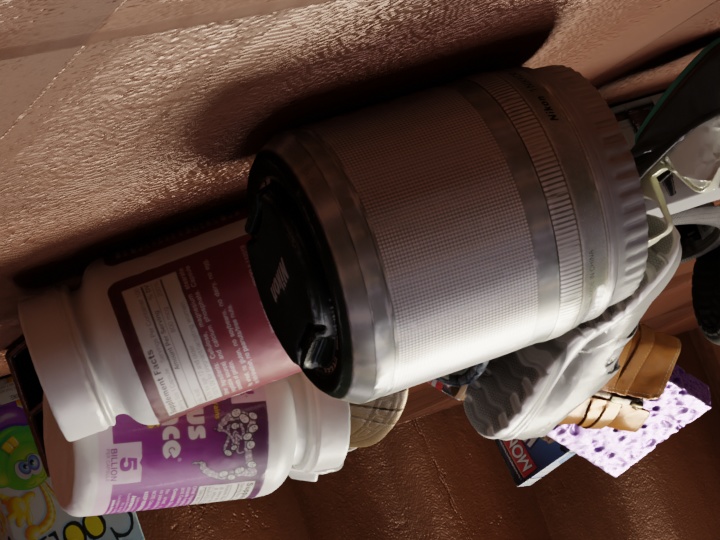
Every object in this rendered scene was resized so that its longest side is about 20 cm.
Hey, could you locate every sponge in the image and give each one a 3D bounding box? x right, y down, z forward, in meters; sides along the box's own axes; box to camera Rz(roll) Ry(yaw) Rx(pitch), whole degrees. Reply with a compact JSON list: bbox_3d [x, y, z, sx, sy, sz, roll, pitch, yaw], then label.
[{"bbox_3d":[0.175,0.088,1.724,0.200,0.030,0.111,32,125,-29],"label":"sponge"}]

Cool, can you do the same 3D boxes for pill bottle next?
[{"bbox_3d":[-0.110,0.031,1.389,0.199,0.115,0.114,-20,172,-4],"label":"pill bottle"},{"bbox_3d":[-0.113,0.106,1.502,0.199,0.113,0.112,-5,167,-20],"label":"pill bottle"}]

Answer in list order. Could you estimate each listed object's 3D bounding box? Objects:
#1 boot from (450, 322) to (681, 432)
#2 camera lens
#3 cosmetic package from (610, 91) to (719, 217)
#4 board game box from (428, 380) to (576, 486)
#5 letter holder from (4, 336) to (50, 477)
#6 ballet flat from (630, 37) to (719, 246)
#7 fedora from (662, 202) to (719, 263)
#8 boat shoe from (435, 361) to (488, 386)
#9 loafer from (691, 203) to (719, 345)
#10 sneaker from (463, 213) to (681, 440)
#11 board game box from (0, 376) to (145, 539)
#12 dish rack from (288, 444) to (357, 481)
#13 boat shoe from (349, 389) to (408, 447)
[{"bbox_3d":[0.169,0.044,1.606,0.155,0.077,0.201,13,125,-12],"label":"boot"},{"bbox_3d":[0.044,-0.023,1.242,0.199,0.161,0.160,-17,172,-17],"label":"camera lens"},{"bbox_3d":[0.247,-0.092,1.573,0.199,0.083,0.051,-18,172,-23],"label":"cosmetic package"},{"bbox_3d":[0.145,0.076,1.871,0.200,0.201,0.062,-38,153,29],"label":"board game box"},{"bbox_3d":[-0.138,0.063,1.601,0.199,0.101,0.142,-15,169,-31],"label":"letter holder"},{"bbox_3d":[0.199,-0.064,1.452,0.200,0.068,0.068,-47,163,20],"label":"ballet flat"},{"bbox_3d":[0.198,-0.050,1.693,0.199,0.091,0.177,-7,165,-32],"label":"fedora"},{"bbox_3d":[0.073,-0.002,1.462,0.070,0.091,0.201,10,149,13],"label":"boat shoe"},{"bbox_3d":[0.326,-0.034,1.745,0.071,0.201,0.073,13,-175,-23],"label":"loafer"},{"bbox_3d":[0.157,0.040,1.530,0.200,0.075,0.082,-48,143,20],"label":"sneaker"},{"bbox_3d":[-0.249,0.186,1.774,0.103,0.201,0.105,-18,171,-16],"label":"board game box"},{"bbox_3d":[-0.107,0.122,1.786,0.199,0.044,0.172,9,-163,-10],"label":"dish rack"},{"bbox_3d":[0.007,0.053,1.670,0.073,0.063,0.201,10,130,-4],"label":"boat shoe"}]
